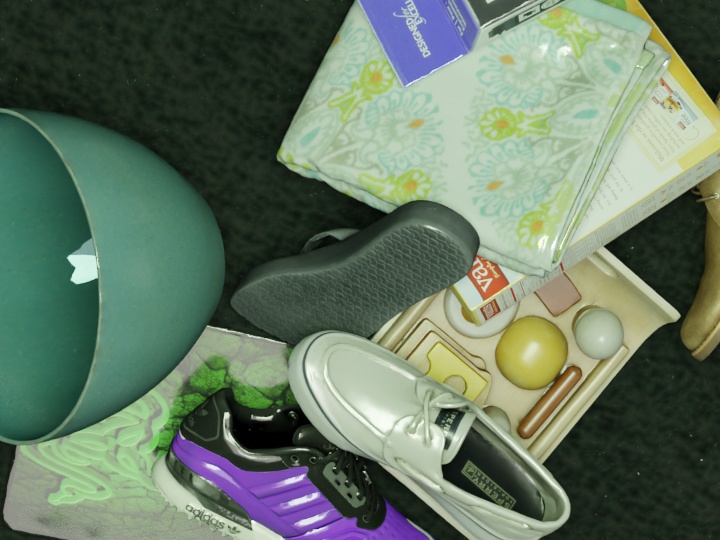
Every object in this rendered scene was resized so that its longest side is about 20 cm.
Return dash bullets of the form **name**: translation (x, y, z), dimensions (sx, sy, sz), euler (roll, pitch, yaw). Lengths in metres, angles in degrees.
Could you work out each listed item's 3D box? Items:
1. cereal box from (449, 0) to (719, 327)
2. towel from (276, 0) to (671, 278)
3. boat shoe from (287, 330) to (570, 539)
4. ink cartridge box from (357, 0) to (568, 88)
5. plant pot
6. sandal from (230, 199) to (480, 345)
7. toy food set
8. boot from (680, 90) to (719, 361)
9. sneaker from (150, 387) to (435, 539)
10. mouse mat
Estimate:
- **cereal box**: translation (0.116, -0.077, 1.587), dimensions (0.199, 0.040, 0.144), euler (-32, 68, -1)
- **towel**: translation (0.070, -0.105, 1.559), dimensions (0.199, 0.048, 0.172), euler (24, 77, 18)
- **boat shoe**: translation (0.045, 0.103, 1.571), dimensions (0.200, 0.066, 0.072), euler (42, 62, -11)
- **ink cartridge box**: translation (0.069, -0.242, 1.553), dimensions (0.199, 0.043, 0.199), euler (-28, 74, 0)
- **plant pot**: translation (-0.162, -0.003, 1.549), dimensions (0.134, 0.199, 0.202), euler (-8, 102, -40)
- **sandal**: translation (0.001, 0.000, 1.576), dimensions (0.076, 0.199, 0.043), euler (42, 49, -27)
- **toy food set**: translation (0.090, 0.060, 1.631), dimensions (0.143, 0.060, 0.200), euler (39, 93, -10)
- **boot**: translation (0.238, -0.042, 1.629), dimensions (0.075, 0.074, 0.201), euler (23, 86, -3)
- **sneaker**: translation (-0.025, 0.136, 1.609), dimensions (0.199, 0.070, 0.100), euler (24, 114, -13)
- **mouse mat**: translation (-0.123, 0.111, 1.647), dimensions (0.198, 0.008, 0.162), euler (12, 97, -6)
